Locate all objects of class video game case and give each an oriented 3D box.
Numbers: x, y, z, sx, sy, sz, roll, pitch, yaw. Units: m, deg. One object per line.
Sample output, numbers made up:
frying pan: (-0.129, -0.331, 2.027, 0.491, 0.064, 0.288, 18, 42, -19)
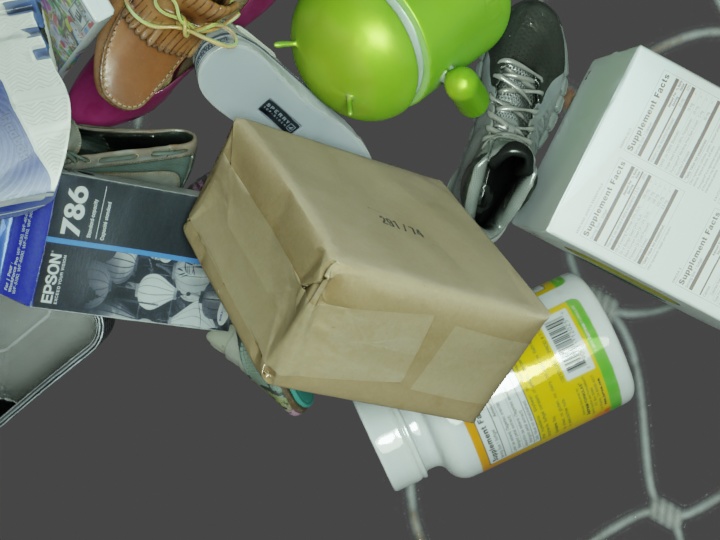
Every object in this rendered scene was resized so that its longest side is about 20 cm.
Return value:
video game case: (-0.242, -0.213, 1.063, 0.018, 0.200, 0.144, -34, 96, -23)

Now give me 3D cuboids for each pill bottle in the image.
pill bottle: (0.099, 0.091, 1.147, 0.199, 0.111, 0.112, -25, 95, -2)

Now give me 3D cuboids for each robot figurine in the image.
robot figurine: (0.031, -0.188, 1.099, 0.175, 0.116, 0.200, 43, 58, 14)

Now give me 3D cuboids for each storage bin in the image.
storage bin: (-0.295, 0.007, 1.123, 0.135, 0.094, 0.200, -39, 95, -1)

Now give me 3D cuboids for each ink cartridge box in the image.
ink cartridge box: (-0.177, -0.017, 1.063, 0.199, 0.039, 0.100, 8, 99, -31)

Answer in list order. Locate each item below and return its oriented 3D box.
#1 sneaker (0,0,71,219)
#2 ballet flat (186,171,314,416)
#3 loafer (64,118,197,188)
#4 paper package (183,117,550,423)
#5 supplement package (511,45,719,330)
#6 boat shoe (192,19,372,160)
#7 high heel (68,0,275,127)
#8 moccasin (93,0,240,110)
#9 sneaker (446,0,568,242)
sneaker: (-0.238, -0.131, 1.013, 0.080, 0.115, 0.201, -7, 81, -7)
ballet flat: (-0.092, 0.019, 1.158, 0.071, 0.069, 0.201, -14, 91, 15)
loafer: (-0.210, -0.092, 1.092, 0.199, 0.072, 0.063, 6, 127, -42)
paper package: (0.000, 0.000, 1.040, 0.199, 0.191, 0.104, 14, 119, -37)
supplement package: (0.246, -0.054, 1.128, 0.199, 0.152, 0.151, 27, 92, -5)
boat shoe: (-0.058, -0.117, 1.131, 0.071, 0.070, 0.200, -38, 128, 13)
high heel: (-0.146, -0.176, 1.120, 0.200, 0.096, 0.067, -41, 95, -1)
moccasin: (-0.114, -0.194, 1.025, 0.202, 0.078, 0.074, -48, 127, 7)
sneaker: (0.121, -0.111, 1.134, 0.075, 0.115, 0.201, 15, 93, -5)
